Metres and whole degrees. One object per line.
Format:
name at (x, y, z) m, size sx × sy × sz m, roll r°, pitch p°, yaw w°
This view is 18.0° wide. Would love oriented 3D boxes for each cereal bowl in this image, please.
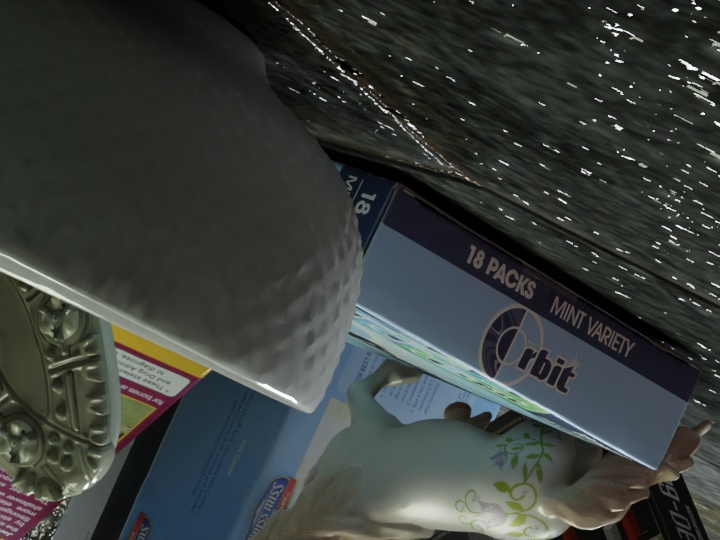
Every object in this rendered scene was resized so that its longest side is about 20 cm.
cereal bowl at (-0.084, -0.040, 0.605) m, size 0.199 × 0.084 × 0.200 m, roll 26°, pitch 176°, yaw 2°

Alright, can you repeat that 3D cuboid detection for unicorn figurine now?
unicorn figurine at (0.027, 0.083, 0.898) m, size 0.199 × 0.137 × 0.074 m, roll -18°, pitch 108°, yaw 36°

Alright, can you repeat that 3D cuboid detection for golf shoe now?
golf shoe at (-0.125, -0.005, 0.900) m, size 0.097 × 0.078 × 0.201 m, roll 11°, pitch -125°, yaw -59°

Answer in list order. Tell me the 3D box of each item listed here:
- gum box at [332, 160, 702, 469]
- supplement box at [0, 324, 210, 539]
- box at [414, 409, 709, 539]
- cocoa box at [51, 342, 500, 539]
gum box at (0.000, 0.000, 0.836) m, size 0.169 × 0.045 × 0.199 m, roll 30°, pitch 173°, yaw -40°
supplement box at (-0.167, 0.028, 1.050) m, size 0.130 × 0.104 × 0.200 m, roll 26°, pitch 132°, yaw -30°
box at (0.057, 0.156, 0.976) m, size 0.050 × 0.199 × 0.159 m, roll 31°, pitch -149°, yaw -49°
cocoa box at (-0.039, 0.095, 1.129) m, size 0.133 × 0.201 × 0.131 m, roll 29°, pitch 174°, yaw -40°
